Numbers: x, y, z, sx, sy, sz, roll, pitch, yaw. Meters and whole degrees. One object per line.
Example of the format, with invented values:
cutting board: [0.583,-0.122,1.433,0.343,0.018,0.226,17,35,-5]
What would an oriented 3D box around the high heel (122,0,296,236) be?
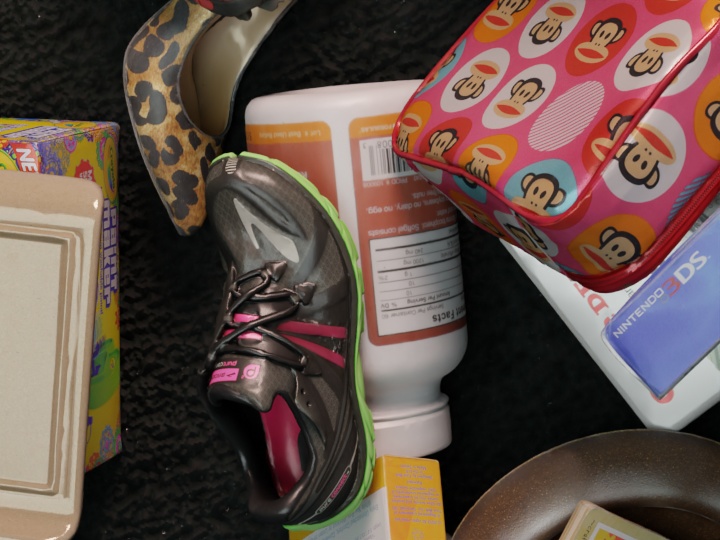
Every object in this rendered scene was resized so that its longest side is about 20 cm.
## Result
high heel: [-0.058,-0.123,1.279,0.142,0.071,0.201,-4,88,24]

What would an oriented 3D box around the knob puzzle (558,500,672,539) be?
knob puzzle: [0.150,0.235,1.186,0.030,0.219,0.221,27,111,58]

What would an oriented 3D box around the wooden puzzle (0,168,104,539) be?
wooden puzzle: [-0.234,0.042,1.250,0.184,0.037,0.201,6,94,8]

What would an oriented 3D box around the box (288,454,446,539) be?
box: [0.008,0.212,1.228,0.119,0.041,0.201,-39,52,54]

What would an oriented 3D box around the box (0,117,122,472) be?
box: [-0.248,0.014,1.336,0.192,0.122,0.201,2,99,16]

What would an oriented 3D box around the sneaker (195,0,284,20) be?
sneaker: [-0.103,-0.213,1.228,0.071,0.098,0.201,-38,54,7]

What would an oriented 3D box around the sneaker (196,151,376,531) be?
sneaker: [-0.042,0.037,1.177,0.076,0.084,0.201,-12,92,33]

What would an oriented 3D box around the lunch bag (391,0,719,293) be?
lunch bag: [0.119,-0.091,1.138,0.082,0.200,0.176,40,87,-29]

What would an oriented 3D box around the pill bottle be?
pill bottle: [0.000,0.000,1.260,0.112,0.112,0.201,-3,97,18]

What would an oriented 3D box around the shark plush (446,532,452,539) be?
shark plush: [0.099,0.165,1.298,0.200,0.091,0.083,-42,107,1]

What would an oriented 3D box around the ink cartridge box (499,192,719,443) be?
ink cartridge box: [0.195,-0.027,1.208,0.200,0.084,0.146,-40,86,18]

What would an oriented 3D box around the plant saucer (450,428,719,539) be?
plant saucer: [0.142,0.175,1.230,0.199,0.032,0.201,-4,123,-6]

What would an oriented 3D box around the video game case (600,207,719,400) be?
video game case: [0.207,-0.037,1.064,0.045,0.181,0.200,46,107,7]
